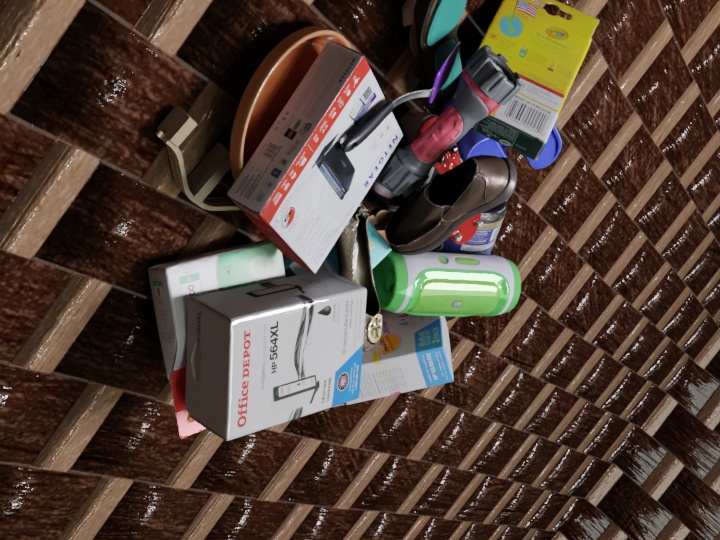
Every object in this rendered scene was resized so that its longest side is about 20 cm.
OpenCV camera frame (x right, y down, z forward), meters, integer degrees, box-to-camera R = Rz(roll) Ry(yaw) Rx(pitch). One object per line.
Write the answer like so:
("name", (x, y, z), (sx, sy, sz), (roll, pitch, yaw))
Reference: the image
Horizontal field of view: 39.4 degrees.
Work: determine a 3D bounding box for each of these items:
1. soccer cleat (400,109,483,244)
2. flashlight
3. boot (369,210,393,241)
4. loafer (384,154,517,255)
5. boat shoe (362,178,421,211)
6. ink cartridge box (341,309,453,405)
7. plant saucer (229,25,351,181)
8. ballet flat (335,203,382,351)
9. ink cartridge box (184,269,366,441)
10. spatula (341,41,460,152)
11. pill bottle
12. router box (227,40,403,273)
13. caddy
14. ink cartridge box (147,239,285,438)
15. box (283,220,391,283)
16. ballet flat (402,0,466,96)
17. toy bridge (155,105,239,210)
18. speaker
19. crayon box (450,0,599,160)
("soccer cleat", (0.105, -0.122, 1.309), (0.068, 0.085, 0.201), (-35, 128, -11))
("flashlight", (0.098, -0.169, 1.173), (0.067, 0.068, 0.200), (38, 117, -17))
("boot", (0.000, 0.007, 1.369), (0.200, 0.073, 0.156), (-40, 149, -34))
("loafer", (0.095, -0.088, 1.215), (0.071, 0.074, 0.199), (20, 138, -39))
("boat shoe", (0.018, -0.115, 1.269), (0.199, 0.057, 0.067), (12, 115, -55))
("ink cartridge box", (0.025, 0.116, 1.416), (0.197, 0.116, 0.068), (-14, 124, 9))
("plant saucer", (-0.075, -0.168, 1.092), (0.200, 0.032, 0.202), (-45, 152, -32))
("ballet flat", (0.000, 0.000, 1.232), (0.067, 0.046, 0.203), (-25, 106, -66))
("ink cartridge box", (-0.095, 0.093, 1.154), (0.198, 0.084, 0.148), (-13, 115, -41))
("spatula", (0.048, -0.186, 1.117), (0.199, 0.021, 0.057), (-39, 160, -26))
("pill bottle", (0.131, -0.030, 1.450), (0.111, 0.112, 0.202), (-17, 136, -41))
("router box", (-0.043, -0.120, 1.109), (0.201, 0.049, 0.180), (-58, 156, -8))
("caddy", (0.187, -0.196, 1.355), (0.140, 0.106, 0.200), (-31, 154, 10))
("ink cartridge box", (-0.153, 0.077, 1.170), (0.160, 0.050, 0.203), (-16, 99, -40))
("box", (-0.061, 0.009, 1.274), (0.200, 0.049, 0.082), (-44, 108, -10))
("ballet flat", (0.080, -0.278, 1.157), (0.068, 0.068, 0.201), (-41, 157, -20))
("toy bridge", (-0.163, -0.104, 1.082), (0.067, 0.027, 0.200), (-49, 150, 0))
("speaker", (0.114, 0.017, 1.345), (0.198, 0.089, 0.089), (3, 125, -28))
("crayon box", (0.204, -0.251, 1.250), (0.201, 0.126, 0.051), (-62, 175, -22))
